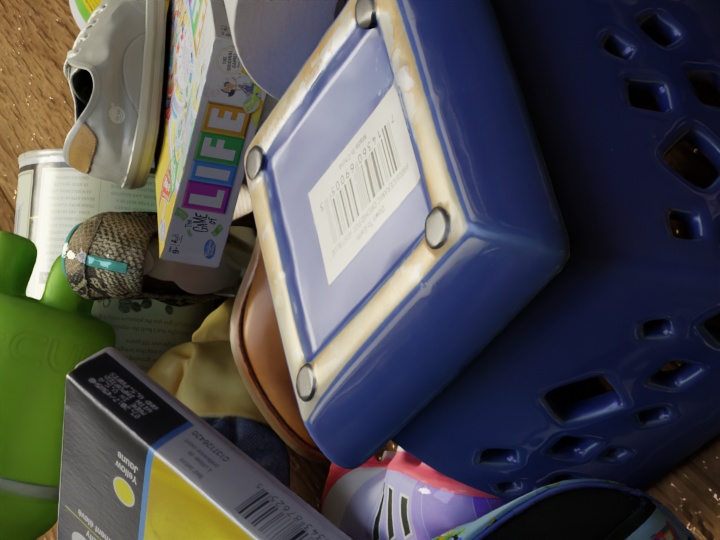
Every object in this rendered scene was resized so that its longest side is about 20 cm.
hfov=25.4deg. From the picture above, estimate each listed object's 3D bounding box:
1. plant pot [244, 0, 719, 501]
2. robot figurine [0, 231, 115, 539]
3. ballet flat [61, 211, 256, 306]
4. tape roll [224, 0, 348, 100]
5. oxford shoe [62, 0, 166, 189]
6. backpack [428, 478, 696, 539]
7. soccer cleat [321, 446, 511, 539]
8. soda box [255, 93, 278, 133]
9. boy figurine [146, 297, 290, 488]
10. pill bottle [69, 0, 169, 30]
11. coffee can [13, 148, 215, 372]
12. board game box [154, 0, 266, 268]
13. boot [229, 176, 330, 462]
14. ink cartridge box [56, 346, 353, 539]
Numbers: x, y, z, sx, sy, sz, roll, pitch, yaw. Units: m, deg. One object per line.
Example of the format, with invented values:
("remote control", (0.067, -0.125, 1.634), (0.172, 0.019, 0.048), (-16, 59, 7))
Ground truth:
("plant pot", (0.066, -0.024, 0.692), (0.200, 0.179, 0.201), (-49, 45, 44))
("robot figurine", (-0.220, 0.080, 0.974), (0.116, 0.174, 0.201), (143, 143, -86))
("ballet flat", (-0.102, -0.006, 0.987), (0.075, 0.200, 0.068), (14, 99, 23))
("tape roll", (0.036, -0.136, 0.716), (0.203, 0.202, 0.037), (-45, 51, 46))
("oxford shoe", (-0.152, -0.134, 0.986), (0.075, 0.057, 0.201), (113, 161, -47))
("backpack", (0.061, 0.184, 0.662), (0.183, 0.200, 0.134), (53, 167, -7))
("soccer cleat", (0.027, 0.129, 0.818), (0.200, 0.066, 0.077), (167, 110, -70))
("soda box", (0.006, -0.154, 0.868), (0.068, 0.064, 0.201), (-4, 66, 38))
("boy figurine", (-0.085, 0.086, 0.985), (0.200, 0.123, 0.065), (-100, 17, -55))
("pill bottle", (-0.115, -0.237, 1.093), (0.200, 0.110, 0.112), (-50, 45, 42))
("coffee can", (-0.171, 0.027, 1.105), (0.146, 0.146, 0.202), (-4, 81, 58))
("board game box", (-0.088, -0.113, 0.911), (0.200, 0.034, 0.135), (-104, 28, -56))
("boot", (0.000, 0.000, 0.915), (0.155, 0.076, 0.201), (-19, 76, 39))
("ink cartridge box", (-0.089, 0.172, 0.873), (0.197, 0.047, 0.201), (34, 132, 26))
